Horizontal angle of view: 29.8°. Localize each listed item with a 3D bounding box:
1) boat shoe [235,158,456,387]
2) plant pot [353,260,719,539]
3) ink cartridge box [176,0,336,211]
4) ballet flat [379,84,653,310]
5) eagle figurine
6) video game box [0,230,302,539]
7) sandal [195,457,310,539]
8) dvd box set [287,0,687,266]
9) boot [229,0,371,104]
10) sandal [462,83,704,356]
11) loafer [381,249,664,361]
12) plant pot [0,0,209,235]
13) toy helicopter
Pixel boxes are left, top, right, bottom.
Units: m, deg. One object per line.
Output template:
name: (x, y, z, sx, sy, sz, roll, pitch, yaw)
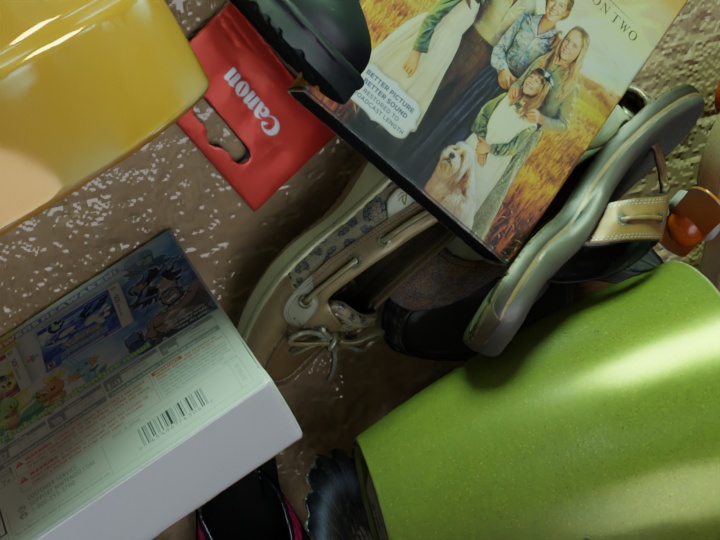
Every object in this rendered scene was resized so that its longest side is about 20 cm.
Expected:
boat shoe: (0.000, 0.000, 0.758, 0.201, 0.063, 0.073, -51, 157, 21)
plant pot: (0.103, 0.112, 0.736, 0.197, 0.188, 0.189, -15, 118, -7)
ink cartridge box: (-0.008, -0.126, 0.730, 0.200, 0.050, 0.109, -43, 122, -2)
ballet flat: (0.094, -0.051, 0.795, 0.199, 0.068, 0.067, -36, 166, -13)
eagle figurine: (0.008, 0.219, 0.806, 0.152, 0.200, 0.151, -45, 172, -42)
video game box: (-0.148, 0.081, 0.685, 0.199, 0.182, 0.047, -33, 125, -6)
sandal: (-0.070, 0.156, 0.829, 0.074, 0.045, 0.202, -18, 118, -8)
dvd box set: (0.076, -0.126, 0.694, 0.146, 0.029, 0.201, 39, 82, -20)
boot: (-0.016, -0.201, 0.629, 0.168, 0.201, 0.076, -41, 164, 1)
sandal: (0.130, -0.020, 0.726, 0.200, 0.054, 0.082, -47, 169, -29)
loafer: (0.111, 0.021, 0.835, 0.198, 0.072, 0.074, -13, 118, -17)
plant pot: (-0.195, -0.112, 0.586, 0.199, 0.200, 0.185, -31, 106, -8)
toy helicopter: (0.233, -0.031, 0.857, 0.132, 0.079, 0.202, -33, 141, -34)
